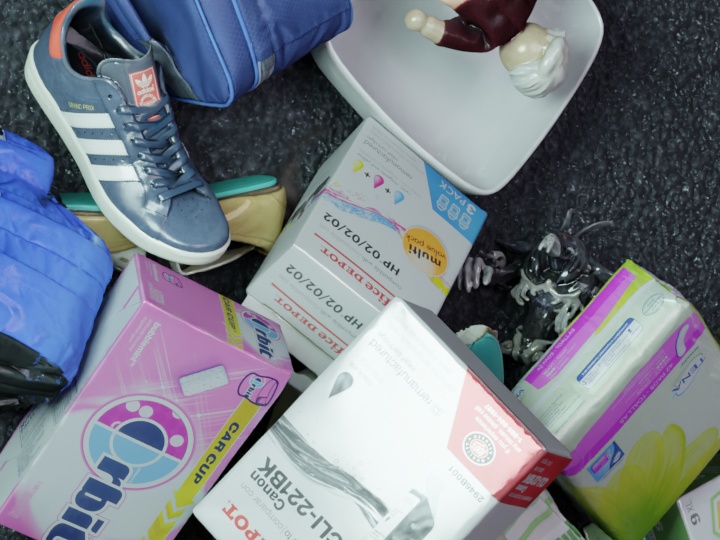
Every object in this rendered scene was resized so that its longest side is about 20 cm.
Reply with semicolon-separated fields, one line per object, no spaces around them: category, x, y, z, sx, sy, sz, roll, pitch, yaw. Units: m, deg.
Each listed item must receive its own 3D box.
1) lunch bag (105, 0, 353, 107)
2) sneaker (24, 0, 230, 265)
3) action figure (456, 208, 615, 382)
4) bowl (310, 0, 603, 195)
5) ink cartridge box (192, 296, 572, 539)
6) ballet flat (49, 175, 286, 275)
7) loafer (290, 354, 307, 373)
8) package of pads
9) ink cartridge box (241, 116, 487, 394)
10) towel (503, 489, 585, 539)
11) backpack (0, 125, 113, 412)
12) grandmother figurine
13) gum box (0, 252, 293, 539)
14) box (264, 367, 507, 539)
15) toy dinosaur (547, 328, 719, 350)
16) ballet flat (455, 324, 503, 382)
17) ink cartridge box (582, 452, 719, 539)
lunch bag;-0.114;-0.215;1.597;0.132;0.136;0.200;-38;116;-28
sneaker;-0.147;-0.096;1.564;0.075;0.085;0.200;-26;71;-44
action figure;0.125;0.035;1.741;0.200;0.119;0.102;-66;159;-12
bowl;0.060;-0.173;1.746;0.200;0.075;0.200;44;65;-20
ink cartridge box;0.013;0.140;1.534;0.200;0.084;0.144;-47;72;7
ballet flat;-0.137;-0.025;1.622;0.200;0.069;0.063;-7;103;-30
loafer;-0.081;0.060;1.645;0.200;0.063;0.072;-19;93;-31
package of pads;0.196;0.097;1.714;0.155;0.068;0.200;-48;144;-6
ink cartridge box;0.000;0.000;1.641;0.115;0.068;0.200;38;42;-9
towel;0.123;0.252;1.729;0.153;0.023;0.200;-52;130;-14
backpack;-0.256;-0.010;1.492;0.200;0.162;0.168;32;67;-23
grandmother figurine;0.084;-0.206;1.693;0.121;0.061;0.200;-39;109;1
gum box;-0.148;0.103;1.544;0.113;0.066;0.200;27;111;-23
box;0.021;0.156;1.633;0.068;0.082;0.200;-23;65;-31
toy dinosaur;0.234;0.093;1.843;0.200;0.047;0.088;-6;85;-26
ballet flat;0.056;0.125;1.684;0.072;0.072;0.201;-12;119;-31
ink cartridge box;0.279;0.207;1.846;0.200;0.059;0.104;-23;97;-30
